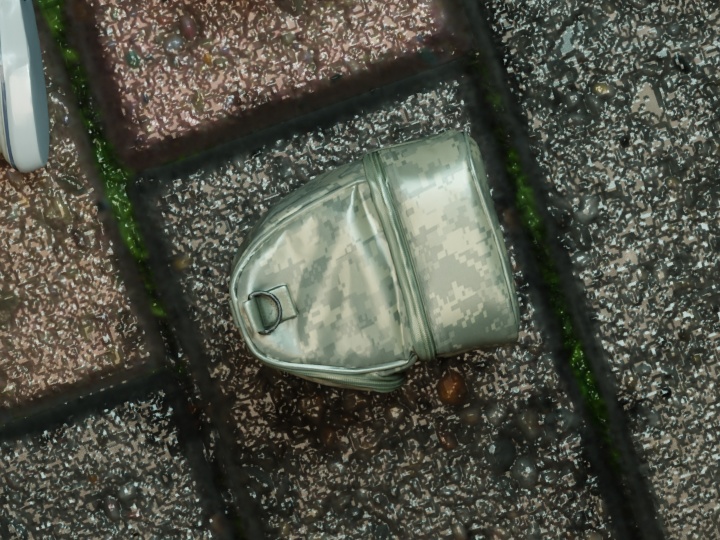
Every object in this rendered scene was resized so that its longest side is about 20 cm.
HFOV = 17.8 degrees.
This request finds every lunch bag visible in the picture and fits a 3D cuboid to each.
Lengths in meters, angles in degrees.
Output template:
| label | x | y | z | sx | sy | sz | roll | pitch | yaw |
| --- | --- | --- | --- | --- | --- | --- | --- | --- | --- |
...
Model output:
| label | x | y | z | sx | sy | sz | roll | pitch | yaw |
| --- | --- | --- | --- | --- | --- | --- | --- | --- | --- |
| lunch bag | 0.000 | 0.000 | 1.399 | 0.166 | 0.200 | 0.141 | -15 | 94 | -1 |

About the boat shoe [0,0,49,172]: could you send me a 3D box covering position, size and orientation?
| label | x | y | z | sx | sy | sz | roll | pitch | yaw |
| --- | --- | --- | --- | --- | --- | --- | --- | --- | --- |
| boat shoe | -0.252 | -0.157 | 1.443 | 0.085 | 0.075 | 0.204 | -11 | 94 | 1 |
